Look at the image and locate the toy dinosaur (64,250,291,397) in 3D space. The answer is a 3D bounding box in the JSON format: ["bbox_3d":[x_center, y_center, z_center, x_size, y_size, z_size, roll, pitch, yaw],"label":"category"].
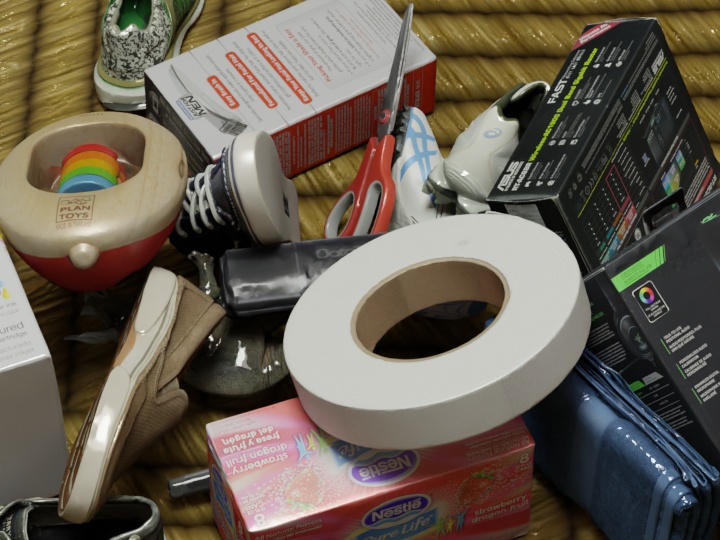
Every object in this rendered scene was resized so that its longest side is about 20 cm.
[{"bbox_3d":[-0.095,0.052,1.728,0.199,0.077,0.103,21,63,11],"label":"toy dinosaur"}]

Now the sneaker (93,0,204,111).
[{"bbox_3d":[-0.166,-0.221,1.943,0.076,0.089,0.201,2,48,3],"label":"sneaker"}]

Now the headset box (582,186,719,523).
[{"bbox_3d":[0.251,0.040,1.650,0.174,0.093,0.201,-31,87,-25],"label":"headset box"}]

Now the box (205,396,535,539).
[{"bbox_3d":[0.007,0.137,1.619,0.199,0.103,0.095,-15,50,-14],"label":"box"}]

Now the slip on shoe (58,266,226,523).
[{"bbox_3d":[-0.142,0.086,1.620,0.060,0.076,0.201,25,46,-8],"label":"slip on shoe"}]

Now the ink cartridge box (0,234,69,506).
[{"bbox_3d":[-0.298,0.054,1.664,0.146,0.147,0.200,-18,50,-14],"label":"ink cartridge box"}]

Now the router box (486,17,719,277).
[{"bbox_3d":[0.177,-0.060,1.753,0.062,0.150,0.200,-1,42,37],"label":"router box"}]

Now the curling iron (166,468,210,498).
[{"bbox_3d":[-0.038,0.118,1.683,0.199,0.026,0.050,-20,88,-11],"label":"curling iron"}]

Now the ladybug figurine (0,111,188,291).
[{"bbox_3d":[-0.184,-0.044,1.691,0.135,0.072,0.200,-4,27,4],"label":"ladybug figurine"}]

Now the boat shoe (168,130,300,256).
[{"bbox_3d":[-0.099,-0.045,1.734,0.092,0.200,0.075,-6,76,5],"label":"boat shoe"}]

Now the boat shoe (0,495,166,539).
[{"bbox_3d":[-0.227,0.178,1.609,0.199,0.064,0.071,-8,49,-6],"label":"boat shoe"}]

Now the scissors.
[{"bbox_3d":[0.022,-0.099,1.804,0.073,0.014,0.201,15,83,60],"label":"scissors"}]

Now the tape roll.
[{"bbox_3d":[0.049,0.036,1.591,0.201,0.037,0.203,-14,34,9],"label":"tape roll"}]

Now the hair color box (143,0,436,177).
[{"bbox_3d":[-0.053,-0.137,1.887,0.199,0.064,0.111,-25,54,-21],"label":"hair color box"}]

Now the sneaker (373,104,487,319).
[{"bbox_3d":[0.051,-0.041,1.804,0.072,0.072,0.201,10,43,-20],"label":"sneaker"}]

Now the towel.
[{"bbox_3d":[0.158,0.114,1.631,0.048,0.112,0.200,-27,54,-28],"label":"towel"}]

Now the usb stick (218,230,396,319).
[{"bbox_3d":[0.000,0.000,1.701,0.199,0.033,0.056,-7,53,-6],"label":"usb stick"}]

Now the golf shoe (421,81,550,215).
[{"bbox_3d":[0.126,-0.096,1.792,0.078,0.098,0.200,35,28,12],"label":"golf shoe"}]
